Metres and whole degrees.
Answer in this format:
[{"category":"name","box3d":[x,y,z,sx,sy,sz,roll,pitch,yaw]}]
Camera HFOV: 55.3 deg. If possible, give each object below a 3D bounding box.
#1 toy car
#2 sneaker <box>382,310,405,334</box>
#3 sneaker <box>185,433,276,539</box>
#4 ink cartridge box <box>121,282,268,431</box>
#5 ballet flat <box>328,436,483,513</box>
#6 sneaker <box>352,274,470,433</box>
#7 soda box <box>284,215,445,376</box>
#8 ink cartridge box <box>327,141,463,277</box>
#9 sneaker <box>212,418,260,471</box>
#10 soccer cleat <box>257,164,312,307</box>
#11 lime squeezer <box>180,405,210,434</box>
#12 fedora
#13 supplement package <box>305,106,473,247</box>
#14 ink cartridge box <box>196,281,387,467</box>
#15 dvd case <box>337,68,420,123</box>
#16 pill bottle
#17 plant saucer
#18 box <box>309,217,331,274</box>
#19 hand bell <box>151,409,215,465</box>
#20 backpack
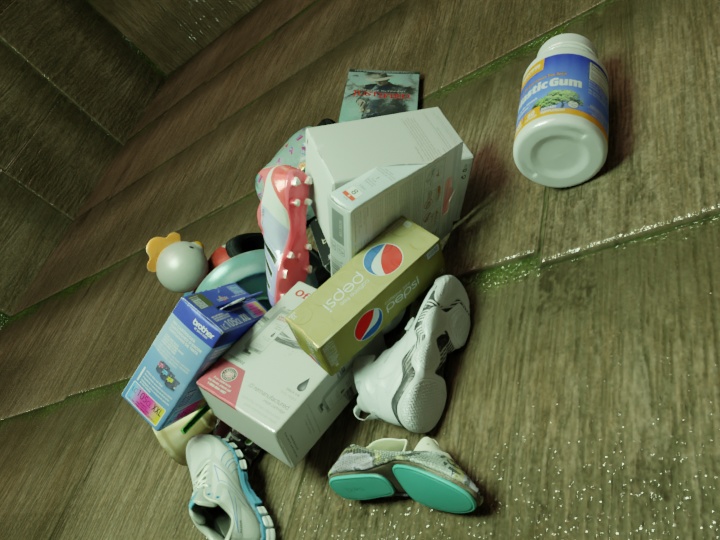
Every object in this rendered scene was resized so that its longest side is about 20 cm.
[{"category":"toy car","box3d":[-0.301,-0.007,1.282,0.177,0.200,0.184,-54,31,-11]},{"category":"sneaker","box3d":[-0.001,0.000,0.973,0.073,0.114,0.201,-36,34,17]},{"category":"sneaker","box3d":[-0.182,0.275,0.856,0.075,0.087,0.200,-55,48,9]},{"category":"ink cartridge box","box3d":[-0.205,0.097,0.901,0.200,0.076,0.136,-56,-12,17]},{"category":"ballet flat","box3d":[0.049,0.206,0.721,0.200,0.072,0.072,-12,45,43]},{"category":"sneaker","box3d":[0.056,0.096,0.825,0.115,0.075,0.201,-10,50,44]},{"category":"soda box","box3d":[0.009,0.028,0.826,0.200,0.064,0.068,-41,53,-18]},{"category":"ink cartridge box","box3d":[0.045,-0.072,0.887,0.050,0.163,0.200,35,56,29]},{"category":"sneaker","box3d":[-0.152,0.197,0.983,0.200,0.076,0.116,-45,26,6]},{"category":"soccer cleat","box3d":[-0.111,-0.045,0.950,0.076,0.067,0.201,12,103,33]},{"category":"lime squeezer","box3d":[-0.178,0.171,1.014,0.199,0.038,0.071,-33,34,-10]},{"category":"fedora","box3d":[-0.141,0.012,1.131,0.201,0.200,0.092,-127,51,-59]},{"category":"supplement package","box3d":[0.034,-0.131,0.951,0.199,0.120,0.122,-12,50,-16]},{"category":"ink cartridge box","box3d":[-0.082,0.123,0.875,0.146,0.083,0.200,22,55,33]},{"category":"dvd case","box3d":[0.038,-0.322,1.300,0.145,0.022,0.201,4,44,5]},{"category":"pill bottle","box3d":[0.260,-0.213,0.883,0.112,0.112,0.201,-21,41,38]},{"category":"plant saucer","box3d":[-0.150,0.061,1.014,0.200,0.200,0.027,-44,40,6]},{"category":"box","box3d":[0.012,-0.094,1.133,0.200,0.044,0.160,-41,30,12]},{"category":"hand bell","box3d":[-0.214,0.202,1.068,0.200,0.104,0.104,-34,31,-1]},{"category":"backpack","box3d":[-0.098,-0.180,1.293,0.200,0.126,0.167,-42,34,15]}]
